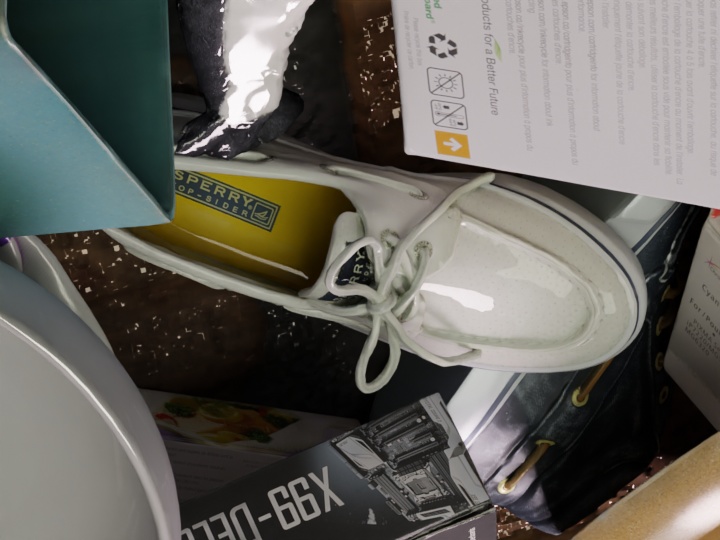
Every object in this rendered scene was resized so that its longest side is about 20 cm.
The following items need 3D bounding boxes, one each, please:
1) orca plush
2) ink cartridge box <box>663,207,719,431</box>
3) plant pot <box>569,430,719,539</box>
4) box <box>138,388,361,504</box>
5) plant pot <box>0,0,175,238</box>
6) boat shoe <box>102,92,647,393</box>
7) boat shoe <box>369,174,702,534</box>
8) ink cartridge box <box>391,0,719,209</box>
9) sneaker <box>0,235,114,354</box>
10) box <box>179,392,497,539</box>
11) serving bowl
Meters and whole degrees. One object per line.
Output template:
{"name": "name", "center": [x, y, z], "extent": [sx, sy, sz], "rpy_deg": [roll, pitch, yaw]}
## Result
{"name": "orca plush", "center": [-0.021, -0.135, 0.911], "extent": [0.105, 0.071, 0.201], "rpy_deg": [-10, 134, -17]}
{"name": "ink cartridge box", "center": [0.208, -0.044, 0.998], "extent": [0.199, 0.045, 0.177], "rpy_deg": [-27, 149, -23]}
{"name": "plant pot", "center": [0.161, 0.069, 1.045], "extent": [0.200, 0.200, 0.028], "rpy_deg": [-31, 77, 2]}
{"name": "box", "center": [-0.091, 0.067, 1.044], "extent": [0.199, 0.039, 0.042], "rpy_deg": [9, 115, -20]}
{"name": "plant pot", "center": [-0.175, -0.087, 0.853], "extent": [0.199, 0.142, 0.141], "rpy_deg": [-9, 157, 12]}
{"name": "boat shoe", "center": [0.001, -0.005, 0.966], "extent": [0.201, 0.086, 0.075], "rpy_deg": [20, 112, 0]}
{"name": "boat shoe", "center": [0.094, 0.009, 1.054], "extent": [0.091, 0.071, 0.200], "rpy_deg": [27, 113, -28]}
{"name": "ink cartridge box", "center": [0.103, -0.101, 0.843], "extent": [0.199, 0.047, 0.198], "rpy_deg": [9, 136, 16]}
{"name": "sneaker", "center": [-0.170, 0.002, 0.934], "extent": [0.200, 0.073, 0.114], "rpy_deg": [31, 127, -8]}
{"name": "box", "center": [-0.028, 0.131, 1.028], "extent": [0.157, 0.050, 0.200], "rpy_deg": [-23, 156, -7]}
{"name": "serving bowl", "center": [-0.147, 0.063, 0.887], "extent": [0.199, 0.066, 0.201], "rpy_deg": [6, 123, 9]}
